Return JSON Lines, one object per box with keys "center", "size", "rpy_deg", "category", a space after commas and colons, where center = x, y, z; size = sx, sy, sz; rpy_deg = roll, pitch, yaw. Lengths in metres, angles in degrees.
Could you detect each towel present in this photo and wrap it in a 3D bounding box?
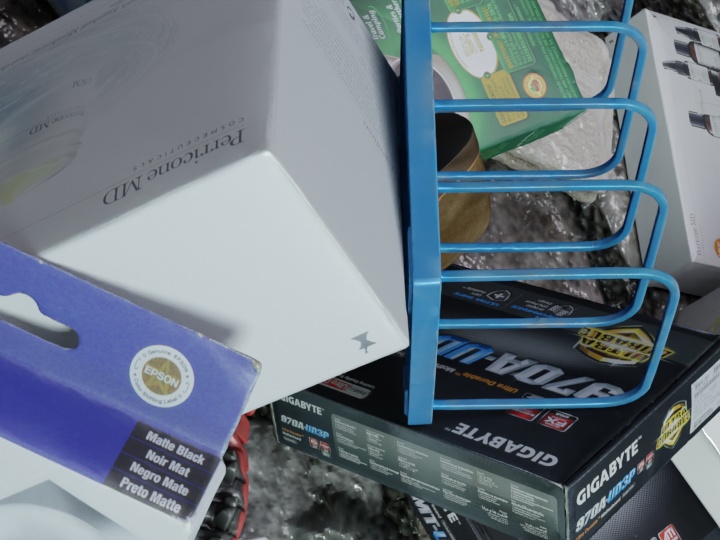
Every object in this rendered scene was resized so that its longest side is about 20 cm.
{"center": [0.092, -0.135, 1.041], "size": [0.199, 0.034, 0.133], "rpy_deg": [21, 57, -25], "category": "towel"}

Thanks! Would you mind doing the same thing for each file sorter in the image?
{"center": [0.080, -0.045, 0.762], "size": [0.122, 0.139, 0.201], "rpy_deg": [-1, 59, 1], "category": "file sorter"}

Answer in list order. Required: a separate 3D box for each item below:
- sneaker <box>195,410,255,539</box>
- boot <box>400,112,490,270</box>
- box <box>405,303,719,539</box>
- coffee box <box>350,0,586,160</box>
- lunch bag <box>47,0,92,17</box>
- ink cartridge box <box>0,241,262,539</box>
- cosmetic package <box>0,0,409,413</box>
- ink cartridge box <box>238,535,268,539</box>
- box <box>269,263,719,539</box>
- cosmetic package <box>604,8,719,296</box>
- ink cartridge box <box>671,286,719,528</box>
{"center": [-0.092, 0.100, 0.750], "size": [0.070, 0.098, 0.201], "rpy_deg": [17, 47, -9], "category": "sneaker"}
{"center": [0.000, 0.000, 0.873], "size": [0.200, 0.074, 0.076], "rpy_deg": [-39, 131, -17], "category": "boot"}
{"center": [0.135, 0.145, 0.927], "size": [0.200, 0.050, 0.199], "rpy_deg": [-25, 84, -41], "category": "box"}
{"center": [0.030, -0.117, 0.949], "size": [0.199, 0.044, 0.123], "rpy_deg": [-23, 84, -24], "category": "coffee box"}
{"center": [-0.113, -0.215, 0.828], "size": [0.170, 0.200, 0.127], "rpy_deg": [51, 51, -4], "category": "lunch bag"}
{"center": [-0.164, 0.085, 0.622], "size": [0.199, 0.201, 0.041], "rpy_deg": [24, 24, 0], "category": "ink cartridge box"}
{"center": [-0.093, -0.034, 0.703], "size": [0.123, 0.199, 0.201], "rpy_deg": [53, 22, -36], "category": "cosmetic package"}
{"center": [-0.089, 0.241, 0.725], "size": [0.162, 0.057, 0.201], "rpy_deg": [-9, 69, -38], "category": "ink cartridge box"}
{"center": [0.074, 0.066, 0.836], "size": [0.159, 0.199, 0.046], "rpy_deg": [-33, 126, -40], "category": "box"}
{"center": [0.234, -0.083, 1.103], "size": [0.082, 0.051, 0.201], "rpy_deg": [8, 64, -31], "category": "cosmetic package"}
{"center": [0.271, 0.084, 0.953], "size": [0.129, 0.125, 0.200], "rpy_deg": [52, 26, -8], "category": "ink cartridge box"}
